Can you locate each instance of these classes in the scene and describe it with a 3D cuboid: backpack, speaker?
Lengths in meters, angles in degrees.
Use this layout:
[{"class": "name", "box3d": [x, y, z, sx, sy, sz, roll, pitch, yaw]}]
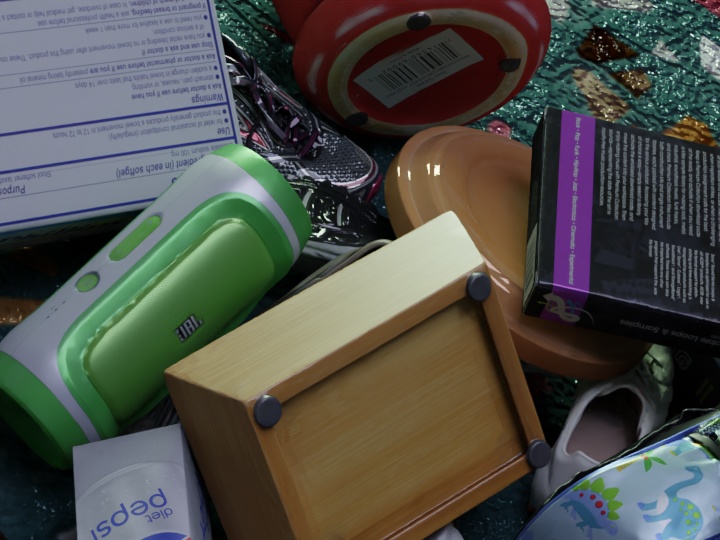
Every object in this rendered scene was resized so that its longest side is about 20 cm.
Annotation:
[{"class": "backpack", "box3d": [0.180, 0.172, 1.204, 0.199, 0.184, 0.147, -17, 59, -32]}, {"class": "speaker", "box3d": [-0.120, 0.019, 1.220, 0.088, 0.089, 0.200, 41, 70, 13]}]

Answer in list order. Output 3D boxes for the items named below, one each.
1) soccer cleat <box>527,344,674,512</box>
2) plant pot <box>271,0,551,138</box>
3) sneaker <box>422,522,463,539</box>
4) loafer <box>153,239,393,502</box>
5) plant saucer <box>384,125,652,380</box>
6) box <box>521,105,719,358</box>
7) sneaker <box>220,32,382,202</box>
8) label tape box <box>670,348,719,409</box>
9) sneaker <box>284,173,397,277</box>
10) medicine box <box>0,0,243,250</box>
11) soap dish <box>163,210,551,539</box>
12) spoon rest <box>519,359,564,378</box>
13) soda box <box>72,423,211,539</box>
[{"class": "soccer cleat", "box3d": [0.162, 0.084, 1.348, 0.069, 0.078, 0.200, 30, 44, 2]}, {"class": "plant pot", "box3d": [0.033, -0.203, 1.466, 0.199, 0.201, 0.184, 3, 58, -23]}, {"class": "sneaker", "box3d": [0.032, 0.227, 1.178, 0.100, 0.075, 0.201, 42, 38, -20]}, {"class": "loafer", "box3d": [-0.049, 0.051, 1.240, 0.072, 0.063, 0.200, 42, 69, 7]}, {"class": "plant saucer", "box3d": [0.106, -0.018, 1.337, 0.199, 0.032, 0.201, 24, 36, -19]}, {"class": "box", "box3d": [0.199, -0.015, 1.295, 0.198, 0.036, 0.144, 12, 50, -5]}, {"class": "sneaker", "box3d": [-0.075, -0.101, 1.402, 0.199, 0.075, 0.081, 30, 44, 1]}, {"class": "label tape box", "box3d": [0.267, 0.048, 1.384, 0.066, 0.144, 0.201, -8, 55, -32]}, {"class": "sneaker", "box3d": [0.000, 0.000, 1.346, 0.198, 0.080, 0.074, 19, 32, -4]}, {"class": "medicine box", "box3d": [-0.183, -0.122, 1.289, 0.181, 0.103, 0.202, -11, 89, -33]}, {"class": "soap dish", "box3d": [0.007, 0.082, 1.195, 0.199, 0.158, 0.081, -29, 22, -24]}, {"class": "spoon rest", "box3d": [0.109, 0.004, 1.421, 0.099, 0.061, 0.201, 13, 33, -17]}, {"class": "soda box", "box3d": [-0.109, 0.183, 1.119, 0.063, 0.069, 0.201, -12, 50, 3]}]
